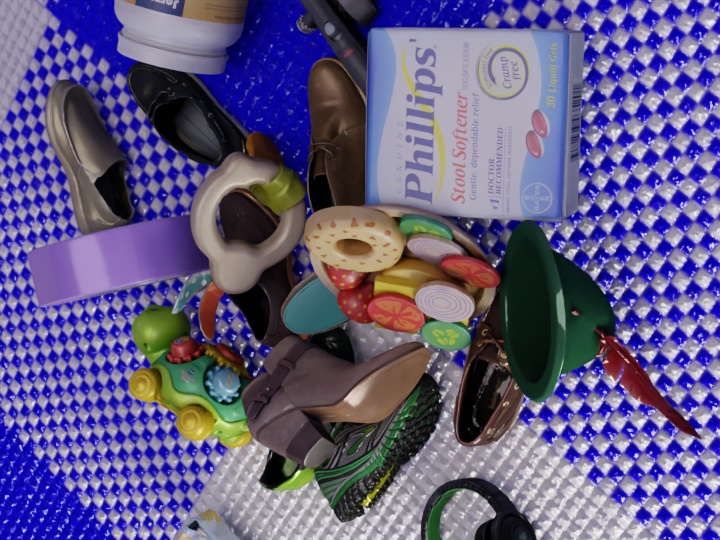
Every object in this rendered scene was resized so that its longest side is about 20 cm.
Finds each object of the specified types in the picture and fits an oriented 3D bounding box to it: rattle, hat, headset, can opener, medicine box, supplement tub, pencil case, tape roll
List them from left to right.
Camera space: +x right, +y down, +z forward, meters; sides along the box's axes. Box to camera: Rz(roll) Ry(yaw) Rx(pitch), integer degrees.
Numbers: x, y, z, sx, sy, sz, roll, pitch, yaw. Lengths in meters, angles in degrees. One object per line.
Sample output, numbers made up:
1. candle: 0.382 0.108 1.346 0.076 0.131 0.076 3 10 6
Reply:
1. tape roll: -0.272 -0.011 1.617 0.200 0.200 0.066 -13 91 32
2. supplement tub: -0.189 -0.326 1.555 0.144 0.144 0.201 21 107 27
3. rattle: -0.148 -0.043 1.557 0.143 0.130 0.200 42 116 47
4. pencil case: -0.135 0.369 1.657 0.200 0.083 0.091 41 137 19
5. can opener: -0.004 -0.233 1.504 0.079 0.063 0.200 -35 79 29
6. medicine box: 0.113 -0.146 1.402 0.199 0.103 0.183 3 99 17
7. headset: 0.147 0.309 1.502 0.200 0.094 0.124 53 124 31
8. hat: 0.240 0.043 1.368 0.166 0.175 0.200 -107 18 -47

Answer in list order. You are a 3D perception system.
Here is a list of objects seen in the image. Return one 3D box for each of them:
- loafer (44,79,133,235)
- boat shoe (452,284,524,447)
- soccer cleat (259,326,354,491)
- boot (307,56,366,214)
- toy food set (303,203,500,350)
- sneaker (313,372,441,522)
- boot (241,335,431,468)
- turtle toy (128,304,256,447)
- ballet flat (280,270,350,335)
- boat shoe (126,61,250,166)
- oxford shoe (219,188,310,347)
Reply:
1. loafer: -0.317 -0.134 1.705 0.068 0.076 0.201 -10 101 30
2. boat shoe: 0.145 0.089 1.458 0.070 0.070 0.201 20 106 29
3. soccer cleat: -0.059 0.157 1.582 0.067 0.081 0.201 24 106 26
4. boot: -0.027 -0.131 1.527 0.073 0.075 0.201 -10 90 33
5. toy food set: 0.043 0.003 1.425 0.197 0.049 0.200 10 144 9
6. sneaker: 0.012 0.182 1.547 0.085 0.078 0.200 48 116 22
7. boot: -0.037 0.114 1.512 0.200 0.070 0.146 -40 43 -4
8. turtle toy: -0.192 0.120 1.636 0.200 0.146 0.101 36 92 21
9. ballet flat: 0.000 0.000 1.531 0.200 0.065 0.071 -32 108 19
10. boat shoe: -0.208 -0.177 1.633 0.199 0.066 0.075 45 117 18
11. oxford shoe: -0.119 -0.006 1.593 0.071 0.072 0.200 -39 67 32
